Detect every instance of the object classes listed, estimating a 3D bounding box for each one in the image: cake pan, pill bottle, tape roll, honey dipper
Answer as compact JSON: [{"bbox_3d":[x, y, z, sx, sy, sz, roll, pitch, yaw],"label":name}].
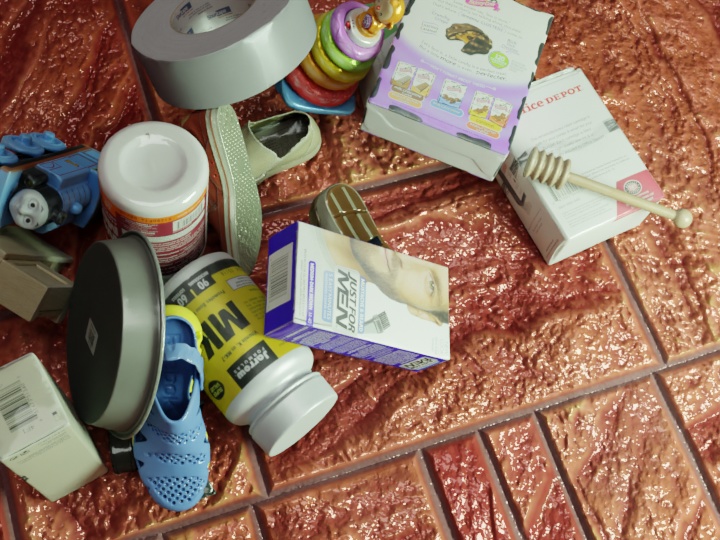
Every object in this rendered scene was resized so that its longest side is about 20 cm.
[{"bbox_3d":[-0.240,0.060,0.952,0.036,0.200,0.202,4,63,-32],"label":"cake pan"},{"bbox_3d":[-0.122,0.088,1.047,0.114,0.114,0.200,-37,75,-21],"label":"pill bottle"},{"bbox_3d":[-0.152,-0.267,1.108,0.199,0.066,0.201,-13,42,12],"label":"tape roll"},{"bbox_3d":[-0.216,-0.057,1.049,0.109,0.200,0.110,4,61,-8],"label":"pill bottle"},{"bbox_3d":[0.284,-0.091,1.131,0.199,0.038,0.038,20,65,1],"label":"honey dipper"}]

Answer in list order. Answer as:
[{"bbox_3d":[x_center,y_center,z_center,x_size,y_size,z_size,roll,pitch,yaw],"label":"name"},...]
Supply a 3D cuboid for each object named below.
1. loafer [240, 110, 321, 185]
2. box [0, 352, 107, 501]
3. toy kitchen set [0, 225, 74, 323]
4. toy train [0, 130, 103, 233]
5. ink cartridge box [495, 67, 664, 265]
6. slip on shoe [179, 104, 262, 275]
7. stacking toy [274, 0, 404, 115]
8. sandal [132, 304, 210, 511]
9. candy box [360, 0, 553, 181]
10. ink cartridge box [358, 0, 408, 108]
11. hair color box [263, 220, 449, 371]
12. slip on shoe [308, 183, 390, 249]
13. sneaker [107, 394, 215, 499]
[{"bbox_3d":[-0.134,-0.138,1.172,0.199,0.068,0.076,-33,73,-19],"label":"loafer"},{"bbox_3d":[-0.302,0.154,0.945,0.068,0.200,0.082,-28,70,-15],"label":"box"},{"bbox_3d":[-0.415,0.039,1.051,0.199,0.163,0.181,30,93,7],"label":"toy kitchen set"},{"bbox_3d":[-0.341,-0.092,1.067,0.114,0.200,0.087,24,107,4],"label":"toy train"},{"bbox_3d":[0.247,-0.129,1.208,0.145,0.085,0.201,-22,72,-16],"label":"ink cartridge box"},{"bbox_3d":[-0.156,-0.086,1.113,0.061,0.074,0.202,-5,108,22],"label":"slip on shoe"},{"bbox_3d":[-0.012,-0.264,1.139,0.109,0.200,0.117,2,77,-32],"label":"stacking toy"},{"bbox_3d":[-0.184,0.138,0.961,0.079,0.087,0.202,-6,97,-12],"label":"sandal"},{"bbox_3d":[0.113,-0.230,1.150,0.167,0.072,0.201,21,69,0],"label":"candy box"},{"bbox_3d":[0.098,-0.264,1.250,0.198,0.088,0.146,-9,67,-13],"label":"ink cartridge box"},{"bbox_3d":[0.000,0.031,1.042,0.199,0.065,0.110,16,63,-34],"label":"hair color box"},{"bbox_3d":[0.000,0.000,1.136,0.076,0.060,0.201,-30,90,-40],"label":"slip on shoe"},{"bbox_3d":[-0.213,0.142,1.044,0.103,0.060,0.201,-5,71,-10],"label":"sneaker"}]
